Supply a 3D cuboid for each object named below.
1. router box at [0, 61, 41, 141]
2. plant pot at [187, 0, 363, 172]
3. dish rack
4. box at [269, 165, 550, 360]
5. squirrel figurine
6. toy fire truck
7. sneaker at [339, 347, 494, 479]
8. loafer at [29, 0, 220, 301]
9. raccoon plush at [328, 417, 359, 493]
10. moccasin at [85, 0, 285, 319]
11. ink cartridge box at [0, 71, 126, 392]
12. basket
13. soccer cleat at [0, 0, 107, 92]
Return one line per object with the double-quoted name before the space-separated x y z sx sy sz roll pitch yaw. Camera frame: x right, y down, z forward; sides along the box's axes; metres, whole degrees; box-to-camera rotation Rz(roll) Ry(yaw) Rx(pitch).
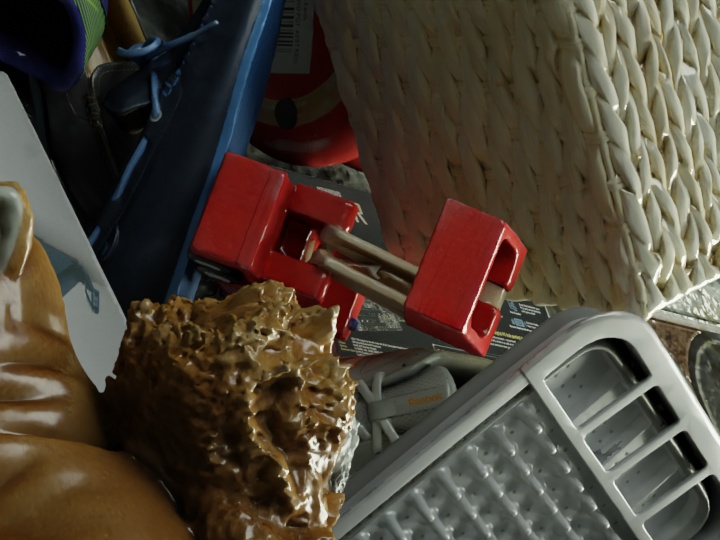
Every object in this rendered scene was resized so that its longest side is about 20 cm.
"router box" -0.211 -0.084 0.975 0.149 0.051 0.201 17 47 -43
"plant pot" 0.025 -0.142 1.205 0.182 0.200 0.201 -3 60 -48
"dish rack" 0.061 0.112 0.985 0.172 0.200 0.044 53 -4 -41
"box" 0.031 0.040 1.171 0.199 0.043 0.161 12 48 -46
"squirrel figurine" -0.098 0.066 0.791 0.198 0.142 0.188 -10 63 -5
"toy fire truck" 0.000 0.000 0.984 0.140 0.049 0.200 20 -9 9
"sneaker" -0.004 0.063 1.003 0.198 0.092 0.076 -6 81 -27
"loafer" -0.115 -0.077 1.075 0.201 0.072 0.073 57 30 8
"raccoon plush" -0.025 0.164 0.839 0.096 0.201 0.134 -19 51 -40
"moccasin" -0.086 -0.066 1.013 0.068 0.201 0.081 18 -11 5
"ink cartridge box" -0.161 0.041 0.866 0.176 0.045 0.201 -29 94 -52
"basket" 0.101 -0.102 1.026 0.160 0.198 0.202 -27 110 -31
"soccer cleat" -0.189 -0.139 0.950 0.199 0.065 0.084 25 49 -33
